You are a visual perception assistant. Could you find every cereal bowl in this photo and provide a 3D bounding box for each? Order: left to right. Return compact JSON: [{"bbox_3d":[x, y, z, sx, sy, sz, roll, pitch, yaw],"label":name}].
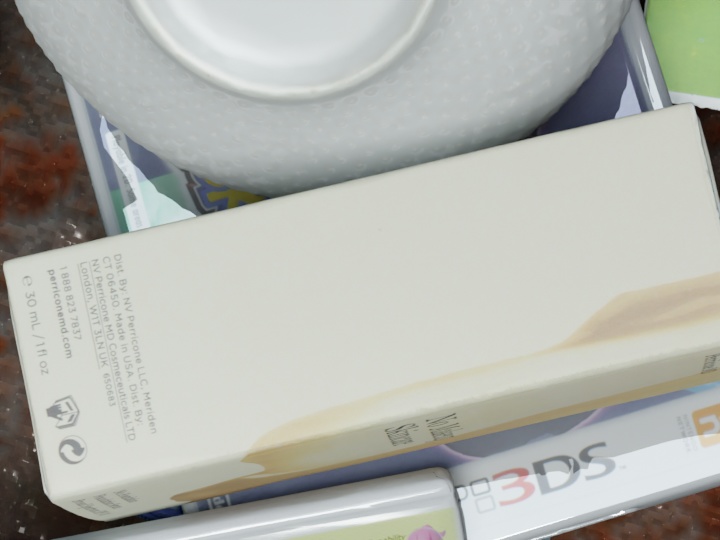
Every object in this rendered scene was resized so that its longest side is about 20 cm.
[{"bbox_3d":[-0.017,-0.106,0.830,0.199,0.083,0.201,5,116,10],"label":"cereal bowl"}]

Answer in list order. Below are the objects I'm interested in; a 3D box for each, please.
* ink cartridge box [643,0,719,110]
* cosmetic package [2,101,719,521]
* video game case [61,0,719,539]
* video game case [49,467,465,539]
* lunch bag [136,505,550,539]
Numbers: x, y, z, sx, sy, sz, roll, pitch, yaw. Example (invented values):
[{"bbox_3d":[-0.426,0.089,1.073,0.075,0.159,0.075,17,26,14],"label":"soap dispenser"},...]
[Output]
[{"bbox_3d":[0.171,-0.141,0.980,0.147,0.076,0.201,9,85,4],"label":"ink cartridge box"},{"bbox_3d":[0.007,0.015,0.845,0.199,0.105,0.071,-13,81,4],"label":"cosmetic package"},{"bbox_3d":[0.015,-0.009,0.911,0.181,0.023,0.201,-17,79,1],"label":"video game case"},{"bbox_3d":[-0.054,0.165,0.882,0.199,0.022,0.183,-10,100,-1],"label":"video game case"},{"bbox_3d":[0.000,0.000,0.964,0.160,0.082,0.201,9,81,7],"label":"lunch bag"}]
